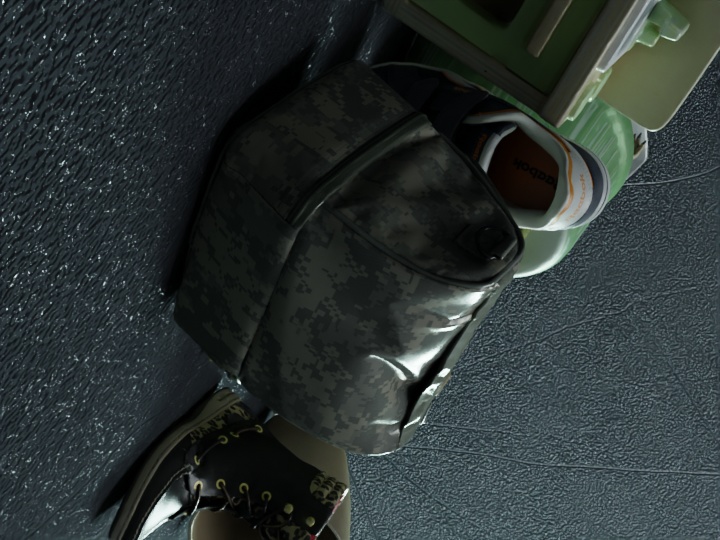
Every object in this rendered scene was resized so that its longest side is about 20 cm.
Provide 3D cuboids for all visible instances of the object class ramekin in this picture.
[{"bbox_3d":[0.101,-0.089,1.005,0.098,0.199,0.201,-54,173,-35],"label":"ramekin"}]

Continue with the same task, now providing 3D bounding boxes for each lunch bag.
[{"bbox_3d":[-0.004,0.004,0.785,0.139,0.168,0.201,-35,162,-41],"label":"lunch bag"}]

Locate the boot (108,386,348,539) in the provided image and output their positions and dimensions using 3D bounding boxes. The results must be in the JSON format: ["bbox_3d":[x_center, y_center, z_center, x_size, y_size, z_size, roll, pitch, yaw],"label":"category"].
[{"bbox_3d":[-0.106,0.193,1.090,0.074,0.150,0.200,-59,173,29],"label":"boot"}]

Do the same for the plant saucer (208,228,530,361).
[{"bbox_3d":[0.000,0.000,0.987,0.201,0.198,0.048,117,-30,-46],"label":"plant saucer"}]

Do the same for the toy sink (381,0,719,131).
[{"bbox_3d":[0.136,-0.180,0.846,0.131,0.199,0.112,-59,171,31],"label":"toy sink"}]

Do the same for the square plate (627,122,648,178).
[{"bbox_3d":[0.198,-0.132,1.227,0.200,0.028,0.199,-40,137,-25],"label":"square plate"}]

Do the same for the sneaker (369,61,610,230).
[{"bbox_3d":[0.062,-0.084,0.838,0.079,0.198,0.079,-12,121,-67],"label":"sneaker"}]

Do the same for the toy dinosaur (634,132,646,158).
[{"bbox_3d":[0.205,-0.125,1.187,0.100,0.058,0.202,-6,110,-29],"label":"toy dinosaur"}]

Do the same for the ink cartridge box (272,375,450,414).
[{"bbox_3d":[0.003,0.092,1.315,0.200,0.163,0.076,-3,84,-82],"label":"ink cartridge box"}]

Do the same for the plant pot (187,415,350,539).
[{"bbox_3d":[-0.087,0.260,1.544,0.188,0.186,0.201,-61,-174,35],"label":"plant pot"}]
